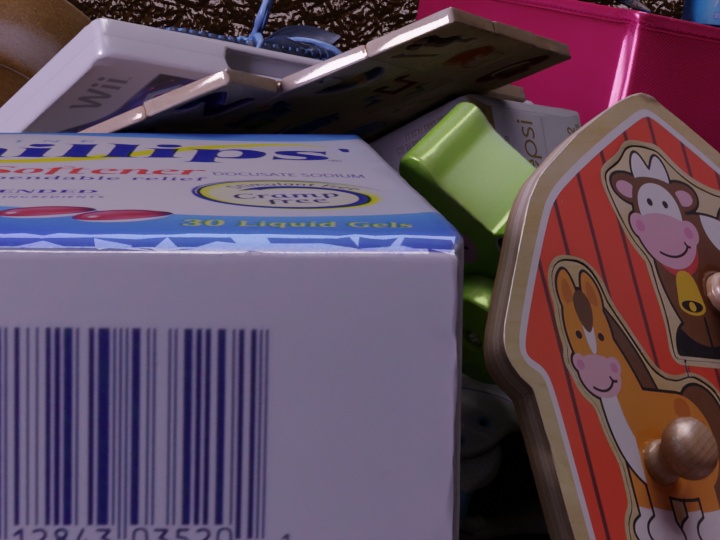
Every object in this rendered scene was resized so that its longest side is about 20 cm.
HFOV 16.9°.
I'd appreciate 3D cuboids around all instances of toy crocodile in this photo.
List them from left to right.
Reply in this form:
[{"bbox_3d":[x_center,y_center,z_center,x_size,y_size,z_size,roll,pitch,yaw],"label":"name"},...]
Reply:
[{"bbox_3d":[0.081,0.033,0.814,0.067,0.200,0.062,-39,10,-38],"label":"toy crocodile"}]

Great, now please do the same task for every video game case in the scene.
[{"bbox_3d":[-0.050,-0.043,0.945,0.200,0.018,0.143,8,-27,-35],"label":"video game case"}]

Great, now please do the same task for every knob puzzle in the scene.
[{"bbox_3d":[0.119,0.029,0.790,0.219,0.220,0.030,6,-27,-41],"label":"knob puzzle"}]

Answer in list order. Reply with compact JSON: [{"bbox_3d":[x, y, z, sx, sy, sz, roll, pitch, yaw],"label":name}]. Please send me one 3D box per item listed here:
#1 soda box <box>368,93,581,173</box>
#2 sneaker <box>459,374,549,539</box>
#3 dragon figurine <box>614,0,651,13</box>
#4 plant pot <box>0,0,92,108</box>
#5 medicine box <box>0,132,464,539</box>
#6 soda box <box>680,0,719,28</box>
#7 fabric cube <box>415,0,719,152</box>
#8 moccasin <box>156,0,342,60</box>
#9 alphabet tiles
[{"bbox_3d":[0.000,0.000,0.935,0.064,0.068,0.200,5,-22,-43],"label":"soda box"},{"bbox_3d":[0.005,0.058,0.844,0.200,0.075,0.087,6,18,-21],"label":"sneaker"},{"bbox_3d":[0.110,-0.155,1.136,0.059,0.100,0.200,8,26,-40],"label":"dragon figurine"},{"bbox_3d":[-0.185,-0.039,0.960,0.200,0.200,0.028,8,43,-29],"label":"plant pot"},{"bbox_3d":[-0.076,0.022,0.703,0.182,0.103,0.200,0,11,-9],"label":"medicine box"},{"bbox_3d":[0.198,-0.140,1.137,0.068,0.064,0.200,11,7,0],"label":"soda box"},{"bbox_3d":[0.134,-0.018,1.135,0.200,0.200,0.196,8,8,-28],"label":"fabric cube"},{"bbox_3d":[-0.033,-0.067,1.007,0.080,0.068,0.200,-23,-26,30],"label":"moccasin"},{"bbox_3d":[-0.032,-0.048,0.856,0.200,0.008,0.167,-21,-12,25],"label":"alphabet tiles"}]
